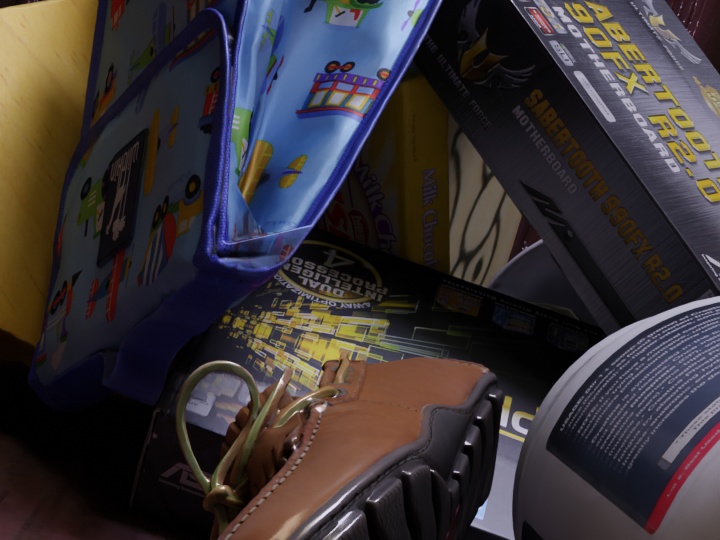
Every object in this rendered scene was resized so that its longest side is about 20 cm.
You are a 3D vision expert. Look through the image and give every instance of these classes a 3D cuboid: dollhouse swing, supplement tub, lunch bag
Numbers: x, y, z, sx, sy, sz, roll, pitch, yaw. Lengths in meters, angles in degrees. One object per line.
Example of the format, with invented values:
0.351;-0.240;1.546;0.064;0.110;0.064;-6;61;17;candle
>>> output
-0.179;-0.022;0.824;0.199;0.175;0.183;-24;82;-54;dollhouse swing
0.118;0.081;0.521;0.139;0.142;0.200;19;2;-8;supplement tub
-0.050;-0.041;0.690;0.094;0.202;0.150;28;-32;-21;lunch bag

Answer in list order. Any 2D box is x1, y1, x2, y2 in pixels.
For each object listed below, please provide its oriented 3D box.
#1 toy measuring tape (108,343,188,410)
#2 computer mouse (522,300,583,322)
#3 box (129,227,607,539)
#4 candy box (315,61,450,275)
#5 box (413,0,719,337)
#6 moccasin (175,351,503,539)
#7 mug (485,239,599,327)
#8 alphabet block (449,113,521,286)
-0.125;0.025;0.906;0.198;0.074;0.073;8;-3;25;toy measuring tape
0.118;0.055;0.843;0.198;0.059;0.034;12;-37;8;computer mouse
0.032;0.061;0.715;0.198;0.049;0.162;20;31;2;box
0.000;0.000;0.831;0.026;0.202;0.102;-19;29;-33;candy box
0.119;-0.031;0.772;0.201;0.048;0.158;57;29;14;box
-0.011;0.062;0.550;0.077;0.074;0.201;9;19;11;moccasin
0.100;0.070;0.948;0.198;0.149;0.175;-10;-11;8;mug
-0.020;-0.085;0.963;0.195;0.202;0.195;26;31;18;alphabet block
